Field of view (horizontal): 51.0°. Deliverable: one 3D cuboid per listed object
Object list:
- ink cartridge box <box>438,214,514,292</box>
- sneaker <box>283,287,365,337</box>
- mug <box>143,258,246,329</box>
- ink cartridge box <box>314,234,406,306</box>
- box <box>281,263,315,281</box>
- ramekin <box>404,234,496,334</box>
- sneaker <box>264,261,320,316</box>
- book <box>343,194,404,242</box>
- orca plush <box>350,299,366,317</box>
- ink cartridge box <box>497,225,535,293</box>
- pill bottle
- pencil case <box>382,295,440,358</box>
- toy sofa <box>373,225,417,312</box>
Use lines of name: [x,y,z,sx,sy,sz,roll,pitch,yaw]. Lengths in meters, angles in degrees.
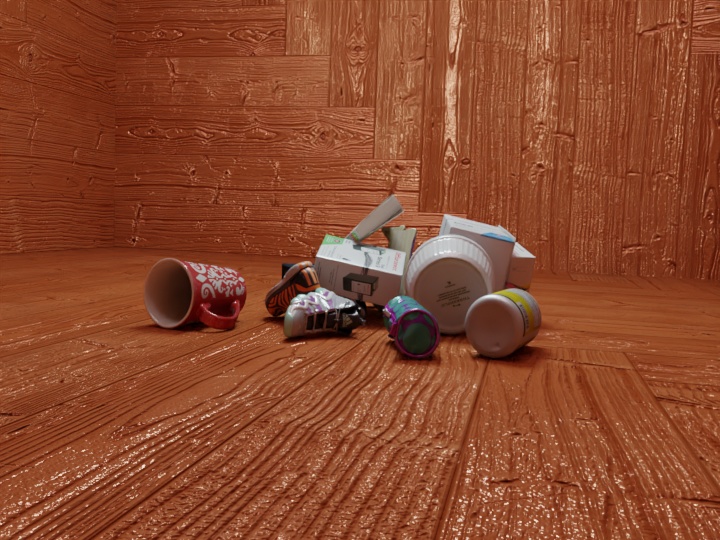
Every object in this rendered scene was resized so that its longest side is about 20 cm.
ink cartridge box: [0.246,-0.028,1.695,0.143,0.150,0.200,13,12,0]
sneaker: [-0.057,0.092,1.467,0.137,0.080,0.200,15,22,19]
mug: [-0.327,0.066,1.569,0.132,0.180,0.199,-35,-16,21]
ink cartridge box: [0.000,0.000,1.690,0.194,0.086,0.147,12,23,2]
box: [-0.109,0.042,1.873,0.144,0.108,0.199,1,4,-17]
ramekin: [0.185,0.036,1.556,0.196,0.208,0.094,3,16,6]
sneaker: [-0.142,0.077,1.638,0.076,0.114,0.200,-15,-21,-34]
book: [0.012,-0.102,1.825,0.133,0.049,0.200,-37,1,-20]
orca plush: [-0.075,0.046,1.745,0.194,0.072,0.106,11,-37,3]
ink cartridge box: [0.355,0.006,1.790,0.066,0.205,0.117,2,20,-14]
pill bottle: [0.269,0.092,1.388,0.107,0.113,0.199,4,4,26]
pencil case: [0.088,0.100,1.365,0.090,0.087,0.200,18,3,-5]
toy sofa: [0.091,-0.001,1.831,0.095,0.205,0.083,-1,-25,25]
